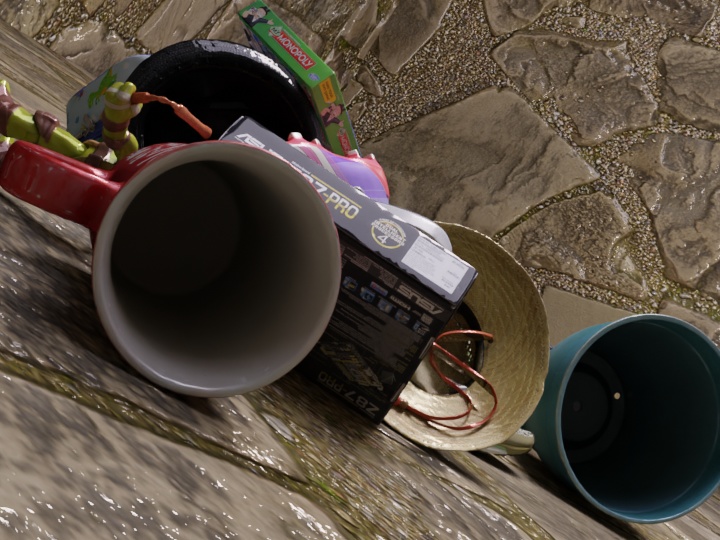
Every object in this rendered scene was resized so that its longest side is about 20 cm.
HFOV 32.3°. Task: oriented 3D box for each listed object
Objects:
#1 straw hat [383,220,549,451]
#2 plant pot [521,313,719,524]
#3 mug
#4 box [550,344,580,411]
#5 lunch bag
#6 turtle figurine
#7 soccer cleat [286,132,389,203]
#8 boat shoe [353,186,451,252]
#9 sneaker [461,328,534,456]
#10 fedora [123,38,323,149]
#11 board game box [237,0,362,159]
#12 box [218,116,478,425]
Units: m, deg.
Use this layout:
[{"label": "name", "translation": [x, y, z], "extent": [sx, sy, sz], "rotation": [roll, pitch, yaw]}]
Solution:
[{"label": "straw hat", "translation": [0.058, 0.067, 1.047], "extent": [0.200, 0.202, 0.085], "rotation": [33, -29, 2]}, {"label": "plant pot", "translation": [0.256, 0.144, 1.286], "extent": [0.199, 0.201, 0.188], "rotation": [32, -9, -12]}, {"label": "mug", "translation": [-0.111, -0.033, 0.734], "extent": [0.178, 0.133, 0.200], "rotation": [55, -7, -17]}, {"label": "box", "translation": [0.159, 0.102, 1.469], "extent": [0.200, 0.104, 0.182], "rotation": [34, 5, -47]}, {"label": "lunch bag", "translation": [-0.183, -0.133, 1.239], "extent": [0.160, 0.083, 0.199], "rotation": [-21, -29, 41]}, {"label": "turtle figurine", "translation": [-0.189, -0.066, 0.885], "extent": [0.160, 0.065, 0.200], "rotation": [18, -28, 5]}, {"label": "soccer cleat", "translation": [-0.039, -0.066, 1.058], "extent": [0.199, 0.066, 0.077], "rotation": [1, 68, -55]}, {"label": "boat shoe", "translation": [-0.018, -0.036, 0.937], "extent": [0.199, 0.068, 0.072], "rotation": [5, -51, 29]}, {"label": "sneaker", "translation": [0.088, 0.099, 1.124], "extent": [0.199, 0.089, 0.077], "rotation": [32, 4, -18]}, {"label": "fedora", "translation": [-0.137, -0.110, 1.116], "extent": [0.200, 0.202, 0.091], "rotation": [31, -12, -26]}, {"label": "board game box", "translation": [-0.050, -0.154, 1.221], "extent": [0.135, 0.029, 0.201], "rotation": [47, -14, 34]}, {"label": "box", "translation": [-0.034, 0.005, 0.897], "extent": [0.199, 0.162, 0.049], "rotation": [33, 46, 5]}]
